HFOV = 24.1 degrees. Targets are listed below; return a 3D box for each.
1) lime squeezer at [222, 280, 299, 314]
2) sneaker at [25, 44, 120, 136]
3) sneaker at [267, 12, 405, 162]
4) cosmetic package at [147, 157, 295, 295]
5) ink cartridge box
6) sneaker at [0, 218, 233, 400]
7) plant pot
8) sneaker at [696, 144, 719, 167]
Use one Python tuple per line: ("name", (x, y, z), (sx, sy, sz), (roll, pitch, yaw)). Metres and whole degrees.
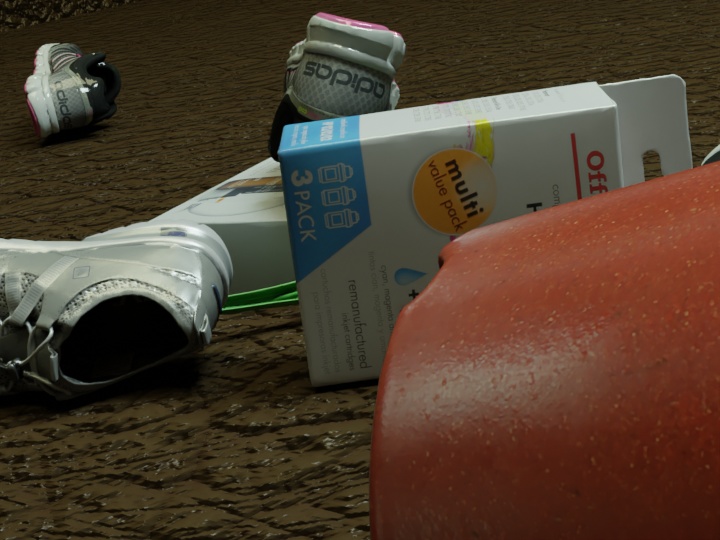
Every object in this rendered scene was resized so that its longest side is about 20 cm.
("lime squeezer", (0.000, 0.000, 0.888), (0.198, 0.038, 0.071), (-21, -8, 15))
("sneaker", (-0.285, -0.187, 1.713), (0.086, 0.075, 0.200), (-9, 19, -1))
("sneaker", (-0.018, -0.086, 0.994), (0.073, 0.088, 0.200), (18, -7, -3))
("cosmetic package", (-0.019, -0.034, 1.038), (0.149, 0.052, 0.200), (1, 17, 23))
("ink cartridge box", (0.067, -0.021, 0.801), (0.197, 0.117, 0.068), (-8, 14, 2))
("sneaker", (-0.162, 0.027, 0.833), (0.198, 0.075, 0.082), (-16, 29, 6))
("plant pot", (0.119, 0.050, 0.379), (0.193, 0.203, 0.200), (-8, 12, 32))
("sneaker", (0.262, -0.038, 0.848), (0.197, 0.077, 0.088), (-4, 21, 17))
